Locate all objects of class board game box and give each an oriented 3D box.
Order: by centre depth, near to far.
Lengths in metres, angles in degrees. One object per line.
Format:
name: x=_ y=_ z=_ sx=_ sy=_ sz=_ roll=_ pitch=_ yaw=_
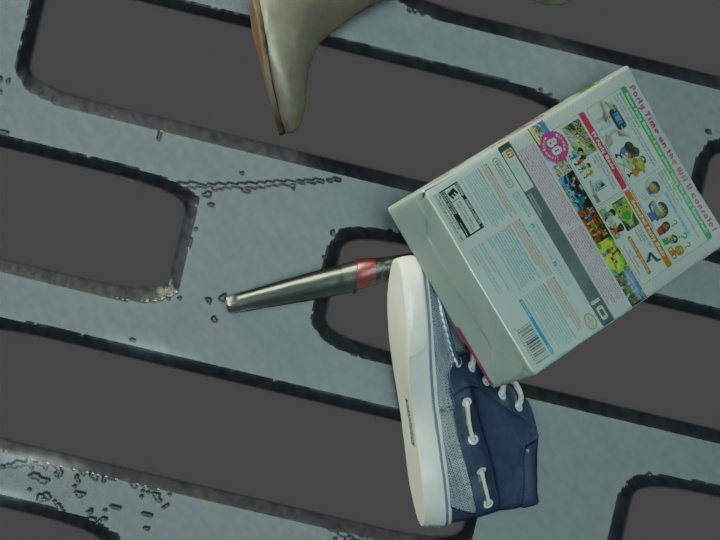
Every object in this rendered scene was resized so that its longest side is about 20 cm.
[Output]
board game box: x=0.140 y=-0.031 z=1.730 sx=0.199 sy=0.064 sz=0.148 roll=-31 pitch=92 yaw=-28

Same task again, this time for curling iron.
curling iron: x=0.000 y=0.000 z=1.774 sx=0.199 sy=0.050 sz=0.026 roll=-19 pitch=114 yaw=3

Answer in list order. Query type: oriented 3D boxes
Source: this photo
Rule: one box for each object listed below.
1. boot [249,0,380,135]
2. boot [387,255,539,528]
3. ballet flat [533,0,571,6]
boot: x=-0.011 y=-0.208 z=1.757 sx=0.145 sy=0.070 sz=0.201 roll=-11 pitch=91 yaw=-6
boot: x=0.074 y=0.081 z=1.757 sx=0.090 sy=0.073 sz=0.201 roll=-10 pitch=109 yaw=-9
ballet flat: x=0.198 y=-0.261 z=1.771 sx=0.200 sy=0.064 sz=0.067 roll=-41 pitch=93 yaw=-3
